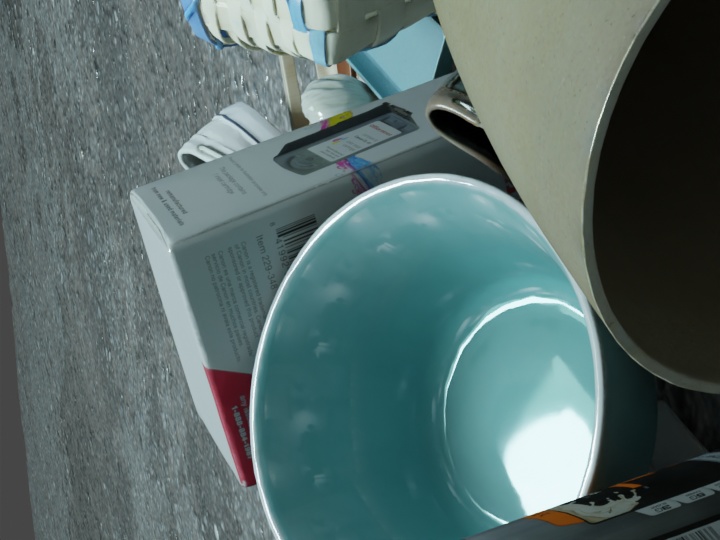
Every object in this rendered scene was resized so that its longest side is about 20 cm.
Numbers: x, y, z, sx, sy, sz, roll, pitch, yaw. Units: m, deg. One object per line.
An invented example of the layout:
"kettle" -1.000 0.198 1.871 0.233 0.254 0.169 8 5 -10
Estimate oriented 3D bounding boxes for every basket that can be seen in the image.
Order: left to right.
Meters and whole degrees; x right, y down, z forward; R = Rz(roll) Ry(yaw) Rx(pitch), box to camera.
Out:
"basket" -0.034 -0.196 0.781 0.200 0.176 0.140 26 136 40

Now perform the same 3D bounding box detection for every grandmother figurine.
"grandmother figurine" 0.000 -0.016 0.889 0.121 0.060 0.201 -178 79 -79

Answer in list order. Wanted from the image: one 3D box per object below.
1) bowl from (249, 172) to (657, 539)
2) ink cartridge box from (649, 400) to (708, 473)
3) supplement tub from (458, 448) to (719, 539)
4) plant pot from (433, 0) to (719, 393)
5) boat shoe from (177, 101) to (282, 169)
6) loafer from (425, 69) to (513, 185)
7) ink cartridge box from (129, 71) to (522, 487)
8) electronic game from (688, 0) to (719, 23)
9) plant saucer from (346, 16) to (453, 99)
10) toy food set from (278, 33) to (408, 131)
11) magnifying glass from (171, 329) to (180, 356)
"bowl" 0.055 0.063 0.683 0.200 0.105 0.202 -10 76 43
"ink cartridge box" 0.130 0.176 0.732 0.117 0.067 0.201 -125 33 -50
"supplement tub" 0.120 0.133 0.545 0.122 0.199 0.123 35 131 52
"plant pot" 0.103 -0.093 0.511 0.200 0.186 0.188 -129 36 -48
"boat shoe" -0.045 -0.032 1.024 0.200 0.065 0.074 41 157 27
"loafer" 0.108 -0.023 0.646 0.200 0.063 0.072 47 154 27
"ink cartridge box" 0.000 0.000 0.777 0.086 0.199 0.148 42 150 58
"electronic game" 0.117 -0.129 0.672 0.200 0.041 0.201 53 153 42
"plant saucer" -0.001 -0.160 0.886 0.200 0.019 0.070 52 140 40
"toy food set" -0.009 -0.141 0.969 0.200 0.060 0.144 167 93 -69
"magnifying glass" -0.046 0.005 0.888 0.022 0.200 0.080 -1 106 29
